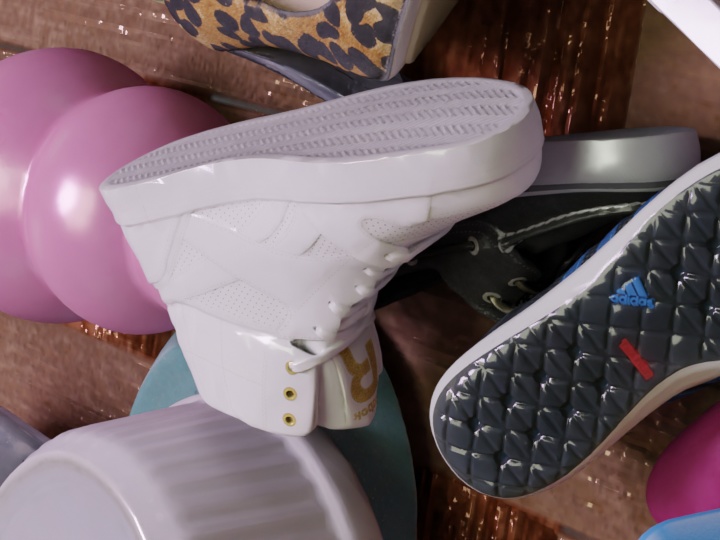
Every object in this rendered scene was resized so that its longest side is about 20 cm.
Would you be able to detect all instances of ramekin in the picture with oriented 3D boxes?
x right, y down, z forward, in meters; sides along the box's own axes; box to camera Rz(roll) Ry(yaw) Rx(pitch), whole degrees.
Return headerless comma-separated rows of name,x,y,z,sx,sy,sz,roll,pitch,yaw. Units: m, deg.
ramekin,-0.082,0.150,0.809,0.202,0.094,0.204,-1,89,51

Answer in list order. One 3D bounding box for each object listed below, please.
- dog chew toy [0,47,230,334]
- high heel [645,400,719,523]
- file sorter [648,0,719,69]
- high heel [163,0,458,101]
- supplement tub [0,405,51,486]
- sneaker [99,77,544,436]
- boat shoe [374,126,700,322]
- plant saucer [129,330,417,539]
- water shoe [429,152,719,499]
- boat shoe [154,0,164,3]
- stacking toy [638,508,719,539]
dog chew toy,-0.101,-0.028,0.876,0.199,0.124,0.125,16,101,42
high heel,0.146,0.050,0.626,0.200,0.096,0.068,-29,69,43
file sorter,0.195,-0.070,0.549,0.200,0.138,0.125,52,122,34
high heel,-0.026,-0.130,0.747,0.142,0.072,0.200,34,156,8
supplement tub,-0.218,0.157,0.942,0.122,0.123,0.201,14,68,46
sneaker,0.000,0.000,0.730,0.199,0.074,0.116,-7,111,45
boat shoe,0.049,-0.012,0.755,0.199,0.070,0.067,-8,92,47
plant saucer,-0.053,0.102,0.877,0.199,0.036,0.202,-2,87,51
water shoe,0.109,0.003,0.681,0.199,0.079,0.072,-31,96,22
boat shoe,-0.049,-0.153,0.861,0.200,0.063,0.074,1,90,47
stacking toy,0.118,0.137,0.645,0.200,0.109,0.117,131,131,-75
